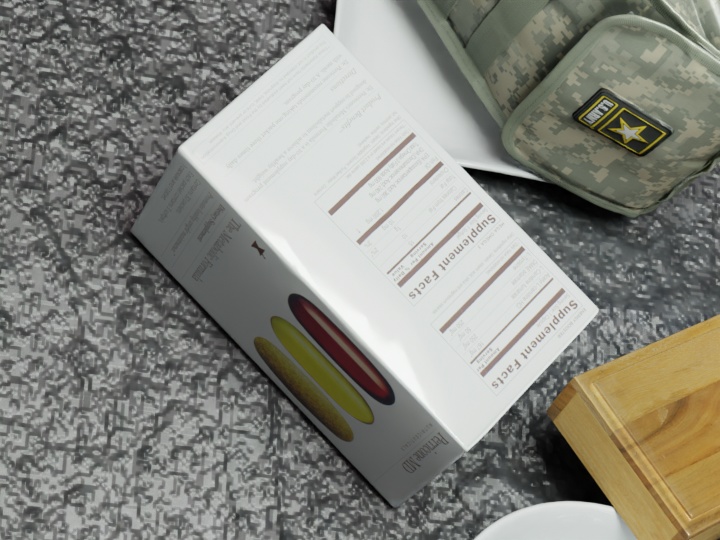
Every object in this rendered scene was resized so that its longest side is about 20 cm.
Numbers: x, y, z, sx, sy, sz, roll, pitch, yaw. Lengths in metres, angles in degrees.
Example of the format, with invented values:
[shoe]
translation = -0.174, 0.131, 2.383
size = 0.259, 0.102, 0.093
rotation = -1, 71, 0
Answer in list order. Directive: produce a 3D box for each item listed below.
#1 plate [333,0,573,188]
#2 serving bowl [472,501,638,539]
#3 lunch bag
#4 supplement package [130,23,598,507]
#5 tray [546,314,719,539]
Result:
[plate]
translation = 0.077, -0.140, 1.273
size = 0.198, 0.032, 0.202
rotation = 10, 68, -15
[serving bowl]
translation = 0.115, 0.214, 1.106
size = 0.198, 0.066, 0.201
rotation = 15, 48, -17
[lunch bag]
translation = 0.129, -0.134, 1.180
size = 0.117, 0.164, 0.201
rotation = -27, 81, -30
[supplement package]
translation = 0.000, 0.000, 1.152
size = 0.200, 0.114, 0.109
rotation = 46, 63, 3
[tray]
translation = 0.200, 0.073, 1.197
size = 0.199, 0.037, 0.099
rotation = -20, 66, -37
